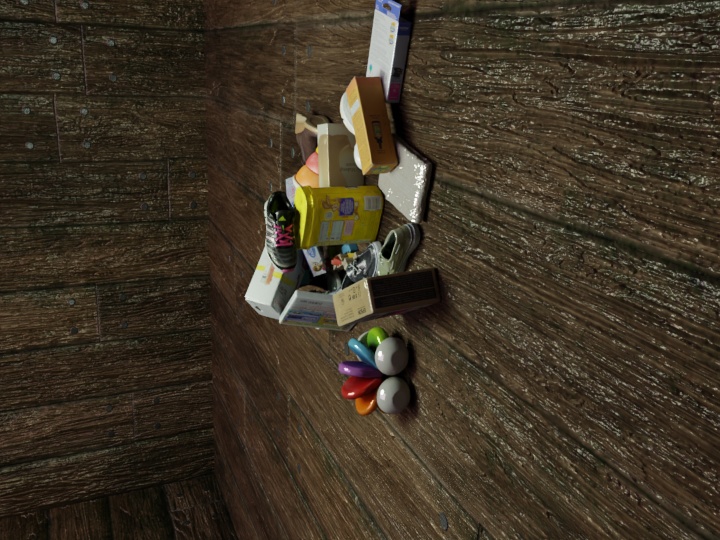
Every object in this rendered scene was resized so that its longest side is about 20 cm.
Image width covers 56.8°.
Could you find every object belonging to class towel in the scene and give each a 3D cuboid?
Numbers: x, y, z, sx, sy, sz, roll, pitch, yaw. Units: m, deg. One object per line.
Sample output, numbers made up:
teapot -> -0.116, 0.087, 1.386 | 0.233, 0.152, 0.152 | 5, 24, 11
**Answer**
towel -> 0.091, -0.203, 1.426 | 0.200, 0.034, 0.135 | -129, 39, -52

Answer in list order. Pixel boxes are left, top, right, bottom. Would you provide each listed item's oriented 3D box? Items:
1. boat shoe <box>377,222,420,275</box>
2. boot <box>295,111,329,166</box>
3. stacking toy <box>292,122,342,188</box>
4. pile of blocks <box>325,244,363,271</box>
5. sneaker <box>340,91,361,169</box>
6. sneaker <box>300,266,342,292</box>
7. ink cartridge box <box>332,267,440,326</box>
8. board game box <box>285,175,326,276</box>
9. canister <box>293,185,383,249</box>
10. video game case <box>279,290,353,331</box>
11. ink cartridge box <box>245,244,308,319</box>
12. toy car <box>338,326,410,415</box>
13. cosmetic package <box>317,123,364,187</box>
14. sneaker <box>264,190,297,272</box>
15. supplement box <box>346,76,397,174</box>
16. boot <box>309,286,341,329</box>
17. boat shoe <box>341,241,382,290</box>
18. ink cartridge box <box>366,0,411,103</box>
boat shoe -> 0.069, -0.038, 1.472 | 0.201, 0.061, 0.073 | 116, 142, -51
boot -> -0.127, -0.352, 1.891 | 0.200, 0.071, 0.169 | -138, 36, -56
stacking toy -> -0.079, -0.286, 1.726 | 0.202, 0.144, 0.147 | -64, 35, 23
pile of blocks -> -0.054, -0.039, 1.760 | 0.199, 0.061, 0.084 | 174, 90, -66
sneaker -> 0.016, -0.339, 1.541 | 0.092, 0.075, 0.204 | -33, 72, 55
sneaker -> -0.132, 0.022, 1.879 | 0.200, 0.119, 0.085 | -139, 48, -57
ink cartridge box -> 0.051, 0.058, 1.407 | 0.200, 0.162, 0.077 | 150, 111, -65
board game box -> -0.147, -0.122, 1.792 | 0.201, 0.040, 0.202 | -102, -7, -57
canister -> -0.055, -0.128, 1.571 | 0.087, 0.196, 0.151 | -122, 36, -46
video game case -> -0.094, 0.106, 1.714 | 0.182, 0.196, 0.022 | 128, 145, -57
ink cartridge box -> -0.218, 0.016, 1.783 | 0.145, 0.082, 0.203 | 63, -136, -66
toy car -> 0.020, 0.235, 1.531 | 0.174, 0.147, 0.204 | -169, 75, -66
cosmetic package -> -0.048, -0.261, 1.651 | 0.071, 0.103, 0.204 | -162, 68, -64
sneaker -> -0.183, -0.096, 1.531 | 0.088, 0.072, 0.203 | 117, 146, -61
supplement box -> 0.023, -0.312, 1.436 | 0.069, 0.065, 0.204 | 143, 119, -63
boot -> -0.105, 0.082, 1.807 | 0.090, 0.073, 0.200 | 44, 138, 2
boat shoe -> 0.000, 0.000, 1.633 | 0.201, 0.067, 0.073 | 122, 137, -54
ink cartridge box -> 0.060, -0.478, 1.435 | 0.120, 0.041, 0.203 | -128, 36, -50
